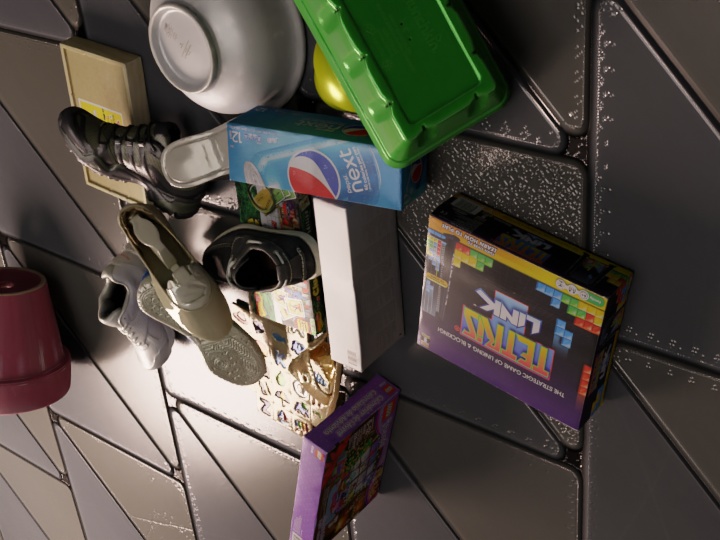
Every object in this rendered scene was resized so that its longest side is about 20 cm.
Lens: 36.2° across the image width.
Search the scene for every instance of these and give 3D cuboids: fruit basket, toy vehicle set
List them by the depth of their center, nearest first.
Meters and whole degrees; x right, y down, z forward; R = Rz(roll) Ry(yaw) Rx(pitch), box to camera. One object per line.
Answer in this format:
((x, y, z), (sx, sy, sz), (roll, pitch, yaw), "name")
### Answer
((0.026, -0.204, 1.002), (0.218, 0.154, 0.216), (60, -178, -4), "fruit basket")
((-0.316, -0.186, 1.399), (0.123, 0.026, 0.203), (23, 131, 32), "toy vehicle set")

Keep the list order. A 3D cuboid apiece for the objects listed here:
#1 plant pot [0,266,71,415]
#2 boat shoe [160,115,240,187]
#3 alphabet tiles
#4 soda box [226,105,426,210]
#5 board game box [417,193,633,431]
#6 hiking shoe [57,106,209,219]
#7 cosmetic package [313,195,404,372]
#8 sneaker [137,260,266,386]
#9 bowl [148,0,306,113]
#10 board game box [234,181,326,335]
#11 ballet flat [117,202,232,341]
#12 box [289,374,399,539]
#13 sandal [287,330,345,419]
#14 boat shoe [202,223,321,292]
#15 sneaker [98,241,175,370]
((-0.550, 0.100, 1.714), (0.198, 0.199, 0.182), (18, 112, 35), "plant pot")
((-0.129, -0.134, 1.227), (0.197, 0.060, 0.075), (-12, 101, 29), "boat shoe")
((-0.101, 0.125, 1.423), (0.165, 0.006, 0.203), (24, 131, 31), "alphabet tiles")
((-0.035, -0.115, 1.110), (0.197, 0.068, 0.065), (11, 117, 24), "soda box")
((0.153, 0.039, 1.081), (0.198, 0.056, 0.167), (27, 131, 29), "board game box")
((-0.262, -0.152, 1.321), (0.198, 0.076, 0.101), (31, 121, -14), "hiking shoe")
((0.000, 0.000, 1.182), (0.050, 0.082, 0.203), (20, 128, 36), "cosmetic package")
((-0.197, 0.056, 1.419), (0.199, 0.112, 0.077), (39, 110, -18), "sneaker")
((-0.158, -0.247, 1.158), (0.199, 0.090, 0.204), (24, 131, 30), "bowl")
((-0.095, -0.026, 1.297), (0.104, 0.023, 0.203), (17, 126, 38), "board game box")
((-0.223, -0.002, 1.309), (0.201, 0.069, 0.070), (50, 140, 14), "ballet flat")
((-0.020, 0.237, 1.321), (0.039, 0.136, 0.202), (31, 135, 24), "box")
((-0.053, 0.128, 1.310), (0.068, 0.078, 0.214), (6, 131, 3), "sandal")
((-0.129, -0.010, 1.273), (0.198, 0.067, 0.073), (1, 117, 49), "boat shoe")
((-0.318, 0.060, 1.515), (0.077, 0.099, 0.203), (18, 128, 34), "sneaker")
